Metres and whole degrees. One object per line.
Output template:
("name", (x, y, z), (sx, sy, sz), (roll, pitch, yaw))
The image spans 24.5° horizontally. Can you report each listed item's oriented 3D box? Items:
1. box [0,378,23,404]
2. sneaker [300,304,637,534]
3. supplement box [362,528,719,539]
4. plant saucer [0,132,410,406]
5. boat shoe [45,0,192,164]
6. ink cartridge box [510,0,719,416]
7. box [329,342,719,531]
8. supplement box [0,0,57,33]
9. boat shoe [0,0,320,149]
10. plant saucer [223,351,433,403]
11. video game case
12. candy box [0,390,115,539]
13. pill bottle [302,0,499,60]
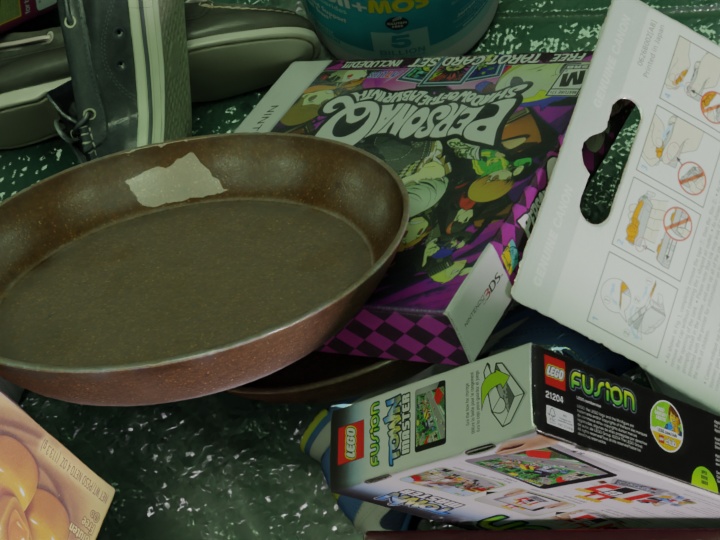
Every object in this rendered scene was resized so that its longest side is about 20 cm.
("box", (-0.286, 0.053, 0.755), (0.198, 0.199, 0.172), (13, 68, 11))
("sneaker", (0.075, 0.066, 0.772), (0.199, 0.074, 0.083), (-28, 69, 2))
("supplement box", (0.103, 0.151, 0.707), (0.198, 0.109, 0.061), (-2, 67, 6))
("plant saucer", (-0.076, -0.001, 0.682), (0.198, 0.035, 0.201), (-7, 29, 4))
("boat shoe", (-0.120, -0.078, 0.819), (0.062, 0.075, 0.202), (2, 109, 7))
("ink cartridge box", (0.164, -0.008, 0.753), (0.199, 0.050, 0.163), (27, 69, -14))
("box", (0.096, 0.084, 0.675), (0.110, 0.199, 0.035), (-22, 57, 42))
("supplement box", (-0.252, -0.177, 0.843), (0.103, 0.132, 0.200), (25, 40, 32))
("boat shoe", (-0.122, -0.118, 0.883), (0.198, 0.067, 0.057), (-13, 69, 6))
("plant saucer", (0.000, 0.000, 0.791), (0.199, 0.037, 0.201), (-19, 34, 13))
("video game case", (0.005, -0.035, 0.771), (0.199, 0.036, 0.182), (4, 44, 38))
("candy box", (-0.182, 0.146, 0.651), (0.055, 0.116, 0.201), (0, 57, 32))
("pill bottle", (0.012, -0.191, 0.823), (0.110, 0.200, 0.112), (-3, 65, 7))
